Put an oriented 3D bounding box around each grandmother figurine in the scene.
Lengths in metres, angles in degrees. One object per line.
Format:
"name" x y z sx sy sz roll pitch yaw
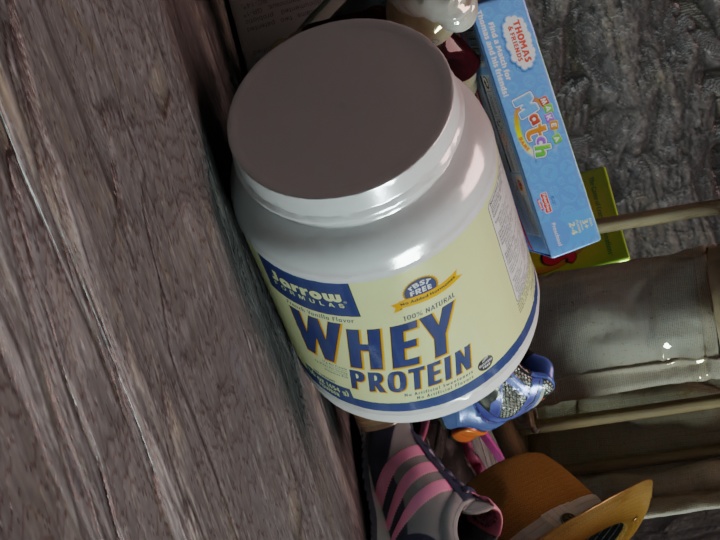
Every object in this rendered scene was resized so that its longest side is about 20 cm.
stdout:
"grandmother figurine" 0.013 -0.114 1.502 0.200 0.121 0.061 130 -46 -56

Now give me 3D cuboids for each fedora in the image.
"fedora" 0.098 0.178 1.742 0.082 0.201 0.201 50 -3 18

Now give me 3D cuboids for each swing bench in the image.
"swing bench" 0.180 0.068 1.807 0.130 0.199 0.200 -88 166 -44

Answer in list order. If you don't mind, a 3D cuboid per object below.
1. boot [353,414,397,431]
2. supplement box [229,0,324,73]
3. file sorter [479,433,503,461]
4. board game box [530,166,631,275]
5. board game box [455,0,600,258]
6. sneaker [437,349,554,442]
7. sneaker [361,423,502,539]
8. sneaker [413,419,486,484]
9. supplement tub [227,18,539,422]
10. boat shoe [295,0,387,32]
"boot" 0.000 0.000 1.673 0.200 0.074 0.155 -93 163 -77
"supplement box" -0.037 -0.208 1.682 0.101 0.103 0.200 34 40 -83
"file sorter" 0.145 0.116 1.963 0.125 0.200 0.139 53 1 7
"board game box" 0.091 0.000 1.902 0.102 0.200 0.048 -99 171 -48
"board game box" 0.082 -0.089 1.606 0.200 0.037 0.151 -161 -128 -79
"sneaker" 0.064 0.002 1.618 0.075 0.078 0.200 -67 139 -68
"sneaker" 0.048 0.151 1.672 0.200 0.082 0.070 -99 171 -50
"sneaker" 0.044 0.137 1.836 0.095 0.079 0.200 -31 112 -56
"supplement tub" 0.012 -0.026 1.453 0.200 0.145 0.145 68 9 -50
"boat shoe" 0.010 -0.152 1.570 0.060 0.200 0.076 39 29 -5
